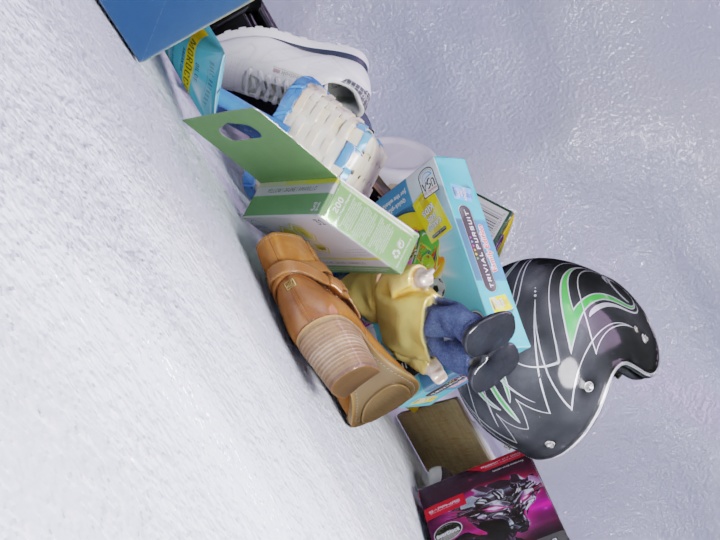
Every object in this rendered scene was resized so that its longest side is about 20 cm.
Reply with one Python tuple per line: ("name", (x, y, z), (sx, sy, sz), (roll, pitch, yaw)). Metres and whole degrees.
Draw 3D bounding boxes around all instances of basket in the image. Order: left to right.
("basket", (-0.081, -0.136, 1.275), (0.200, 0.139, 0.176), (34, 2, 12))

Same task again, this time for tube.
("tube", (-0.162, -0.216, 1.169), (0.200, 0.050, 0.078), (-123, -148, -46))

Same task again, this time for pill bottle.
("pill bottle", (0.033, -0.065, 1.614), (0.116, 0.116, 0.200), (-112, -154, -55))

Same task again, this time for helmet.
("helmet", (0.185, 0.086, 1.244), (0.190, 0.200, 0.200), (-9, 64, -43))

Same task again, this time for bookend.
("bookend", (-0.124, -0.235, 1.534), (0.199, 0.092, 0.200), (60, 6, -10))

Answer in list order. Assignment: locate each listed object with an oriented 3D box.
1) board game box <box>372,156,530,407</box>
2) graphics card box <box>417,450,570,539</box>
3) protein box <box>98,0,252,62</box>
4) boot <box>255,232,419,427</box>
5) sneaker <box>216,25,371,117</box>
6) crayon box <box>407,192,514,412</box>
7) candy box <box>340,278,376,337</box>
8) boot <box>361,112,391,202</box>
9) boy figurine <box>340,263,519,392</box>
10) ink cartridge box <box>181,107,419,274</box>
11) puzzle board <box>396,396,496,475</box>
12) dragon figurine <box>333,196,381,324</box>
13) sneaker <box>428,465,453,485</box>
("board game box", (0.069, 0.013, 1.199), (0.047, 0.151, 0.200), (1, 64, -40))
("graphics card box", (0.131, 0.254, 1.184), (0.200, 0.125, 0.051), (-103, 170, -69))
("protein box", (-0.162, -0.328, 1.063), (0.200, 0.198, 0.135), (58, 6, -31))
("boot", (-0.026, 0.055, 1.114), (0.155, 0.077, 0.200), (58, 9, 25))
("sneaker", (-0.086, -0.216, 1.373), (0.076, 0.200, 0.081), (100, -9, -51))
("crayon box", (0.092, 0.038, 1.373), (0.058, 0.200, 0.173), (28, -24, 9))
("candy box", (-0.019, -0.002, 1.466), (0.200, 0.061, 0.136), (53, 8, -51))
("boot", (0.000, -0.135, 1.415), (0.200, 0.097, 0.075), (43, -32, 2))
("boy figurine", (0.056, 0.046, 1.128), (0.200, 0.064, 0.125), (27, -43, 50))
("ink cartridge box", (-0.063, -0.066, 1.102), (0.200, 0.048, 0.145), (35, -17, -29))
("puzzle board", (0.126, 0.239, 1.401), (0.200, 0.017, 0.151), (61, -27, 0))
("dragon figurine", (0.000, 0.000, 1.308), (0.099, 0.200, 0.059), (43, -26, 7))
("sneaker", (0.142, 0.291, 1.334), (0.200, 0.082, 0.077), (61, 5, -5))
